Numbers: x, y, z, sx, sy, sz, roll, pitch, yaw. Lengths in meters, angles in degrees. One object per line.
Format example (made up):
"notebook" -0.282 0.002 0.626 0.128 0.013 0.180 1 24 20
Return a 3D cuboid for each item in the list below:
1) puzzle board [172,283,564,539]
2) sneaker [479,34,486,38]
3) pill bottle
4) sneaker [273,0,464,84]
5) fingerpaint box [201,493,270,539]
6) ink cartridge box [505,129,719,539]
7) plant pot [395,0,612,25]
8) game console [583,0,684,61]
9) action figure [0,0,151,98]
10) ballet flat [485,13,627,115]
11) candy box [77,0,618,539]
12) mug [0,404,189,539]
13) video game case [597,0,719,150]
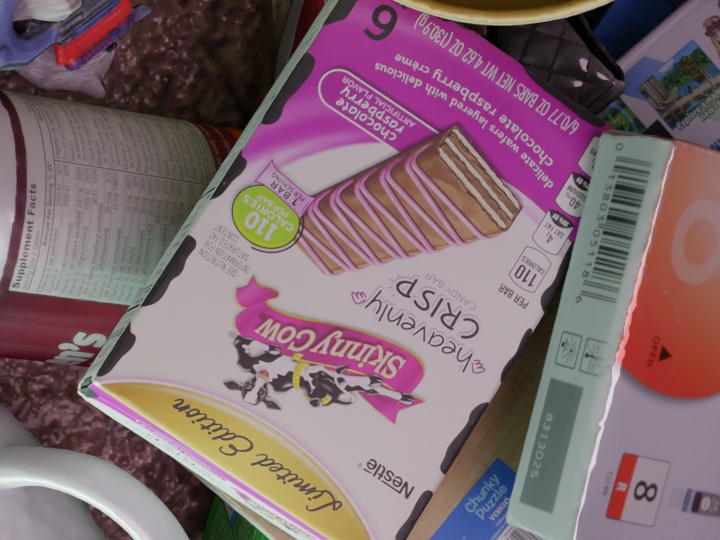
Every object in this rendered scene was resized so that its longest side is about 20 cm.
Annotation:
"puzzle board" 0.042 0.046 1.070 0.151 0.017 0.200 40 78 -2
"sneaker" 0.019 -0.013 1.163 0.077 0.085 0.200 23 92 -8
"pill bottle" -0.134 -0.017 1.084 0.199 0.110 0.110 8 101 -30
"sneaker" 0.011 -0.139 1.116 0.071 0.112 0.201 1 104 -18
"fingerpaint box" 0.019 0.129 1.174 0.166 0.073 0.200 4 127 -23
"ink cartridge box" 0.162 0.045 1.052 0.200 0.050 0.163 14 90 -33
"plant pot" 0.046 -0.206 1.024 0.199 0.142 0.201 -2 104 -8
"game console" 0.158 -0.025 1.209 0.200 0.176 0.116 -56 144 1
"action figure" -0.129 -0.167 1.087 0.200 0.104 0.194 -35 124 -42
"ballet flat" 0.077 -0.151 1.128 0.066 0.057 0.201 26 52 -58
"candy box" 0.000 0.000 1.028 0.136 0.061 0.200 33 79 -7
"mug" -0.153 0.133 1.088 0.199 0.148 0.176 -12 112 30
"video game case" 0.154 -0.009 1.139 0.200 0.022 0.182 -40 89 -27
